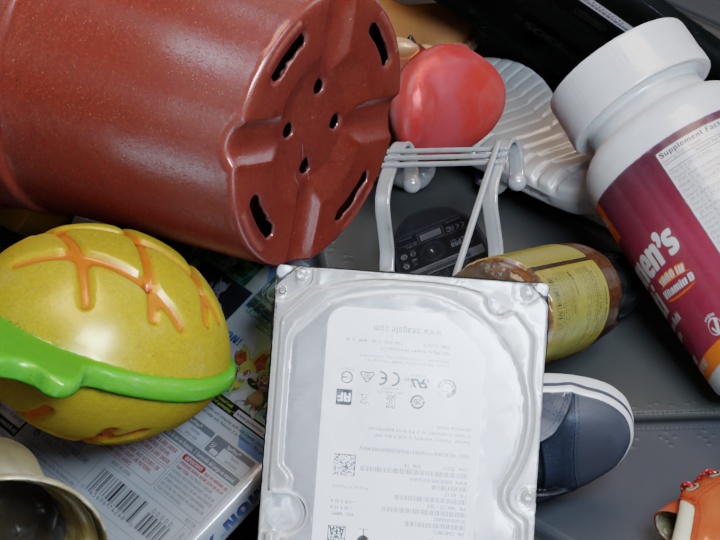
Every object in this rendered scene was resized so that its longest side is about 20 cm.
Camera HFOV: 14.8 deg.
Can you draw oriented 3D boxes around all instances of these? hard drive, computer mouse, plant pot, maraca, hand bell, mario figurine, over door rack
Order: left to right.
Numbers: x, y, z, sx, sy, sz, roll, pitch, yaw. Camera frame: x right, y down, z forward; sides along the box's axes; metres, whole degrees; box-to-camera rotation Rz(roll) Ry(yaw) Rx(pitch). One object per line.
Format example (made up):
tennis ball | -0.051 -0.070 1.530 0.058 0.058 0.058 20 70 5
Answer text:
hand bell | -0.198 0.085 1.430 0.104 0.104 0.200 -5 36 -14
maraca | -0.143 0.032 1.377 0.137 0.107 0.200 26 14 29
plant pot | -0.098 -0.099 1.447 0.195 0.201 0.201 21 40 29
mario figurine | -0.007 -0.118 1.685 0.200 0.123 0.106 9 72 16
over door rack | 0.000 0.000 1.559 0.148 0.067 0.200 -1 36 23
hard drive | 0.019 0.101 1.379 0.140 0.200 0.038 5 -5 -1
computer mouse | 0.060 0.039 1.578 0.059 0.034 0.200 -20 47 6

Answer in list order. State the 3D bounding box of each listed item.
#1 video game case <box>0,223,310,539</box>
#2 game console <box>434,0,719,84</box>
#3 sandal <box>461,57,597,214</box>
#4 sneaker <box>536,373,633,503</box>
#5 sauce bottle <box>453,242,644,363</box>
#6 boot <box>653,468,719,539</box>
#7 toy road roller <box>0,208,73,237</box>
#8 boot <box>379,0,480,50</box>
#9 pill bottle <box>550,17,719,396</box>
video game case | -0.103 0.053 1.470 0.182 0.022 0.200 -46 51 -13
game console | 0.134 -0.186 1.742 0.200 0.176 0.117 32 62 -18
sandal | 0.098 -0.072 1.711 0.082 0.050 0.203 -27 34 -14
sneaker | 0.048 0.110 1.447 0.200 0.079 0.079 -8 34 0
sauce bottle | 0.107 0.018 1.532 0.066 0.066 0.200 25 14 23
boot | 0.212 0.116 1.465 0.107 0.075 0.200 8 39 11
toy road roller | -0.214 -0.104 1.593 0.146 0.200 0.123 25 16 -18
boot | -0.021 -0.192 1.754 0.200 0.155 0.077 -9 21 -13
pill bottle | 0.196 -0.036 1.569 0.109 0.110 0.200 -22 71 -31
